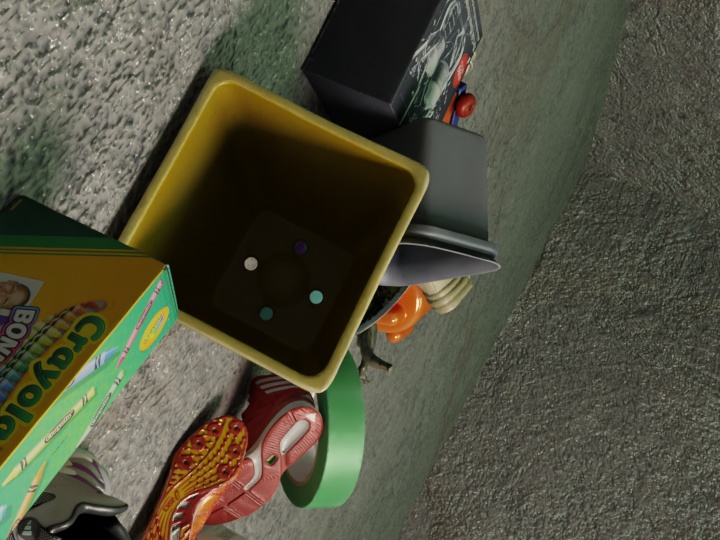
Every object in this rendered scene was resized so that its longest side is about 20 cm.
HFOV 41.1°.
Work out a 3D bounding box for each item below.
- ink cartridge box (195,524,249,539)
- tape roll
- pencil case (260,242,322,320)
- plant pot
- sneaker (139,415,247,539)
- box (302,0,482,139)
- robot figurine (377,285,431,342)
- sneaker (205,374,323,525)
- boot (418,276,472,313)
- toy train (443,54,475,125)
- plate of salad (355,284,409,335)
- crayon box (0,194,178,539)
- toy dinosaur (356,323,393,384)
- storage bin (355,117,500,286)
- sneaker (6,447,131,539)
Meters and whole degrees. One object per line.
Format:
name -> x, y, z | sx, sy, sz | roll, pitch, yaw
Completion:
ink cartridge box -> -0.137, 0.363, 1.096 | 0.068, 0.198, 0.117 | -67, 164, 6
tape roll -> -0.055, 0.184, 1.167 | 0.200, 0.048, 0.203 | -176, -90, -67
pencil case -> -0.054, 0.009, 1.085 | 0.085, 0.092, 0.202 | 35, 75, -29
plant pot -> -0.074, -0.013, 0.825 | 0.196, 0.194, 0.200 | -63, 176, -13
sneaker -> -0.189, 0.245, 1.039 | 0.201, 0.073, 0.077 | -59, -174, -19
box -> 0.043, -0.234, 1.027 | 0.184, 0.103, 0.200 | -64, 164, -6
robot figurine -> 0.059, 0.018, 1.414 | 0.116, 0.145, 0.200 | -34, 180, 28
sneaker -> -0.127, 0.203, 1.131 | 0.199, 0.078, 0.116 | -39, -152, 9
boot -> 0.095, -0.037, 1.338 | 0.072, 0.156, 0.200 | -31, -166, 17
toy train -> 0.090, -0.223, 1.262 | 0.115, 0.084, 0.202 | -31, 143, -43
plate of salad -> 0.000, 0.000, 1.157 | 0.048, 0.199, 0.201 | 44, 63, -27
crayon box -> -0.213, 0.059, 0.566 | 0.201, 0.118, 0.059 | -56, 162, -33
toy dinosaur -> 0.000, 0.082, 1.166 | 0.201, 0.047, 0.089 | -102, -149, -54
storage bin -> 0.056, -0.066, 0.988 | 0.199, 0.144, 0.136 | -11, -110, 56
sneaker -> -0.208, 0.195, 0.730 | 0.079, 0.139, 0.200 | -66, 164, -2
